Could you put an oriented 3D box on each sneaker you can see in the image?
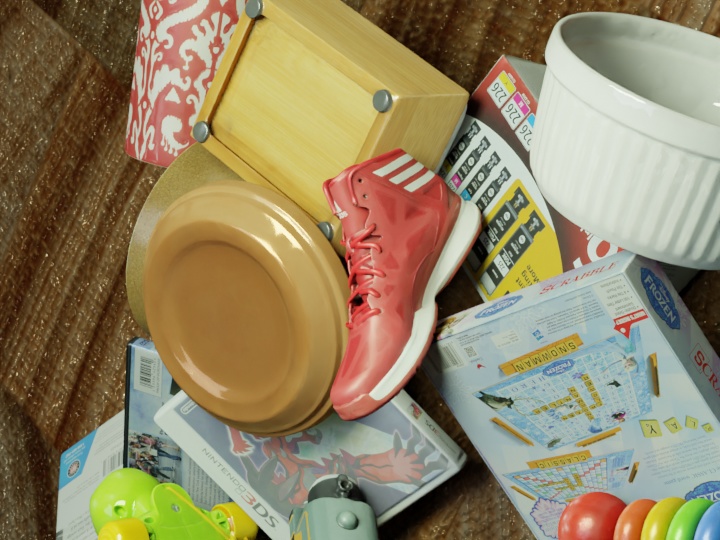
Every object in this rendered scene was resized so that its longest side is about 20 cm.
[{"bbox_3d":[0.000,0.000,1.465,0.078,0.116,0.200,-25,32,47],"label":"sneaker"}]

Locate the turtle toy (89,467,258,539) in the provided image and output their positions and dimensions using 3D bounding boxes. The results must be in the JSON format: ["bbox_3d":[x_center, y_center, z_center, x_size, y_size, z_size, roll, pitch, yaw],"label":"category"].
[{"bbox_3d":[-0.153,0.240,1.690,0.101,0.146,0.200,-51,55,40],"label":"turtle toy"}]

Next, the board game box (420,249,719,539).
[{"bbox_3d":[0.163,0.098,1.435,0.200,0.041,0.200,-21,107,43],"label":"board game box"}]

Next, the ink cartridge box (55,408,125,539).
[{"bbox_3d":[-0.207,0.232,1.827,0.116,0.067,0.200,-34,43,36],"label":"ink cartridge box"}]

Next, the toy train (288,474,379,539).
[{"bbox_3d":[-0.018,0.246,1.569,0.200,0.085,0.114,-96,21,-49],"label":"toy train"}]

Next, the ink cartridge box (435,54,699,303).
[{"bbox_3d":[0.128,-0.023,1.536,0.176,0.084,0.200,-53,51,30],"label":"ink cartridge box"}]

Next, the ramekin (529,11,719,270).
[{"bbox_3d":[0.206,-0.083,1.385,0.200,0.200,0.105,40,122,42],"label":"ramekin"}]

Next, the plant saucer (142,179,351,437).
[{"bbox_3d":[-0.090,0.033,1.569,0.200,0.037,0.200,15,116,32],"label":"plant saucer"}]

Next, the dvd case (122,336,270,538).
[{"bbox_3d":[-0.104,0.144,1.717,0.200,0.018,0.143,16,119,20],"label":"dvd case"}]

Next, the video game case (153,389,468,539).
[{"bbox_3d":[-0.042,0.130,1.636,0.182,0.023,0.200,46,129,-6],"label":"video game case"}]

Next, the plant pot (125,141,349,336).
[{"bbox_3d":[-0.052,0.007,1.672,0.200,0.186,0.187,24,103,33],"label":"plant pot"}]

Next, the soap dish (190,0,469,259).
[{"bbox_3d":[-0.030,-0.113,1.576,0.200,0.081,0.158,39,113,31],"label":"soap dish"}]

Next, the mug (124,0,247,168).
[{"bbox_3d":[-0.128,-0.192,1.828,0.133,0.178,0.200,12,100,10],"label":"mug"}]

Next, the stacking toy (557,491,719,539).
[{"bbox_3d":[0.219,0.180,1.381,0.200,0.085,0.086,5,88,41],"label":"stacking toy"}]
